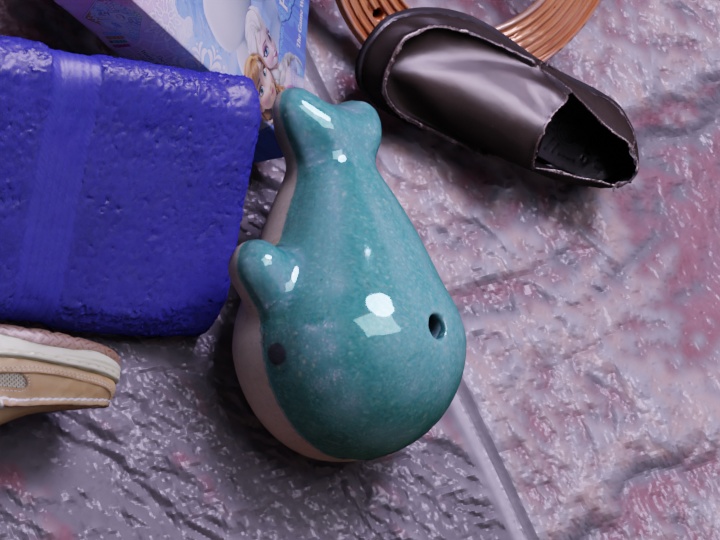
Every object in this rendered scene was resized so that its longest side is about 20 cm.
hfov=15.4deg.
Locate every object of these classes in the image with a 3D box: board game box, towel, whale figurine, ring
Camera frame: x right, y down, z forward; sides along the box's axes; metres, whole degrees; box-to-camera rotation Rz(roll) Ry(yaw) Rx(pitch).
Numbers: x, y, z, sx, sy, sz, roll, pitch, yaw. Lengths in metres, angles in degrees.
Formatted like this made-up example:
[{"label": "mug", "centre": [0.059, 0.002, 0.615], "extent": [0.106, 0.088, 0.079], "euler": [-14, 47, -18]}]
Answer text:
[{"label": "board game box", "centre": [-0.091, -0.191, 1.472], "extent": [0.199, 0.043, 0.201], "euler": [39, 47, -52]}, {"label": "towel", "centre": [-0.154, -0.043, 1.379], "extent": [0.199, 0.050, 0.148], "euler": [6, 101, -32]}, {"label": "whale figurine", "centre": [0.000, 0.000, 1.424], "extent": [0.159, 0.104, 0.201], "euler": [10, 75, -48]}, {"label": "ring", "centre": [0.069, -0.208, 1.601], "extent": [0.200, 0.201, 0.019], "euler": [12, 13, -29]}]

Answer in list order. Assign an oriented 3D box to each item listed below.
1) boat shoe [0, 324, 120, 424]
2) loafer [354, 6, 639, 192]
[{"label": "boat shoe", "centre": [-0.212, 0.066, 1.299], "extent": [0.199, 0.072, 0.076], "euler": [4, 75, -25]}, {"label": "loafer", "centre": [0.091, -0.100, 1.588], "extent": [0.199, 0.073, 0.071], "euler": [17, 13, -27]}]
